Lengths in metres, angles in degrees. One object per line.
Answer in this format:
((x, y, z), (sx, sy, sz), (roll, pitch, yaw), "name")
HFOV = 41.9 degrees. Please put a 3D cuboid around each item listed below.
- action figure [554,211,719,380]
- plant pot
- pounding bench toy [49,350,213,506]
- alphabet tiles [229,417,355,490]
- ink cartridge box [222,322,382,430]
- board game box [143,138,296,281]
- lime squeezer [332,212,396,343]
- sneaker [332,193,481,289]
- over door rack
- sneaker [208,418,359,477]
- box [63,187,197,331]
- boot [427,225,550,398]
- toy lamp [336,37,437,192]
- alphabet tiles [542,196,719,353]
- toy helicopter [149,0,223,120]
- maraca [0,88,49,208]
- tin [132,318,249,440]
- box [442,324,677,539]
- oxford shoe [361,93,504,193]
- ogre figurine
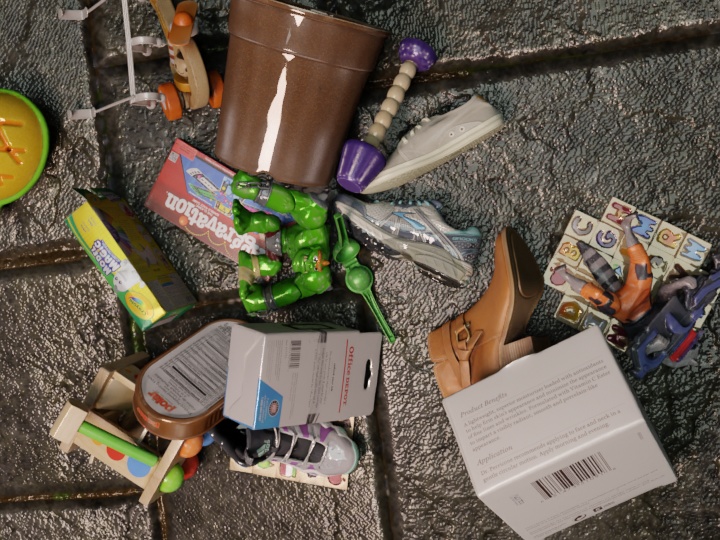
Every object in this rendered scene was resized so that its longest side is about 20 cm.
((0.349, 0.028, 1.123), (0.200, 0.105, 0.194), (-37, 95, -15), "action figure")
((-0.082, -0.216, 1.132), (0.199, 0.200, 0.200), (17, 105, 9), "plant pot")
((-0.284, 0.211, 1.196), (0.155, 0.200, 0.125), (32, 100, 7), "pounding bench toy")
((-0.087, 0.182, 1.254), (0.166, 0.008, 0.202), (8, 96, 11), "alphabet tiles")
((-0.068, 0.127, 1.173), (0.068, 0.199, 0.117), (12, 97, 45), "ink cartridge box")
((-0.180, -0.080, 1.242), (0.199, 0.019, 0.103), (31, 101, 7), "board game box")
((0.000, 0.000, 1.195), (0.038, 0.070, 0.201), (-36, 122, -22), "lime squeezer")
((0.060, -0.055, 1.181), (0.199, 0.078, 0.087), (28, 79, 8), "sneaker")
((-0.311, -0.279, 1.203), (0.199, 0.066, 0.149), (1, 96, 47), "over door rack")
((-0.106, 0.223, 1.185), (0.198, 0.140, 0.078), (17, 98, 10), "sneaker")
((-0.303, -0.021, 1.222), (0.048, 0.117, 0.201), (-34, 87, 11), "box")
((0.149, 0.056, 1.166), (0.154, 0.073, 0.202), (-22, 61, 38), "boot")
((0.029, -0.185, 1.135), (0.058, 0.058, 0.201), (25, 72, 8), "toy lamp")
((0.333, 0.013, 1.156), (0.199, 0.006, 0.167), (27, 100, 8), "alphabet tiles")
((-0.234, -0.300, 1.187), (0.078, 0.132, 0.201), (-19, 72, -17), "toy helicopter")
((-0.494, -0.146, 1.252), (0.137, 0.107, 0.201), (37, 101, 5), "maraca")
((-0.194, 0.131, 1.177), (0.112, 0.200, 0.042), (34, 136, 22), "tin")
((0.231, 0.194, 1.079), (0.198, 0.200, 0.131), (-28, 51, 12), "box")
((0.080, -0.155, 1.159), (0.199, 0.075, 0.058), (-29, 87, 8), "oxford shoe")
((-0.096, -0.033, 1.171), (0.119, 0.098, 0.202), (-4, 105, -3), "ogre figurine")
